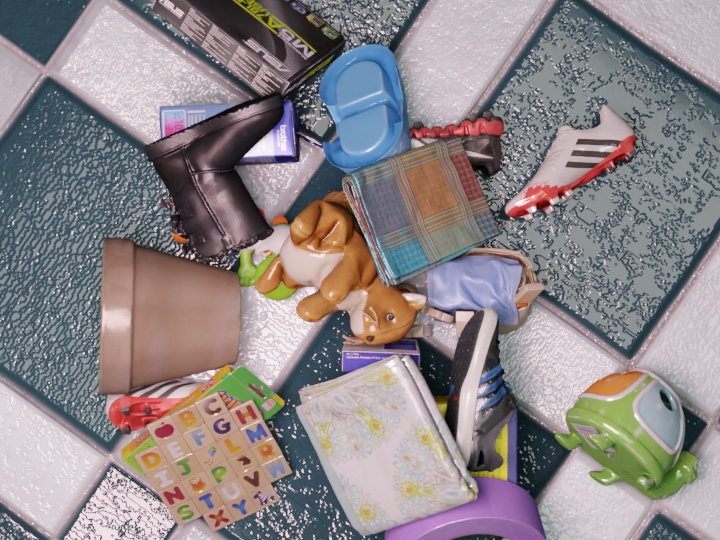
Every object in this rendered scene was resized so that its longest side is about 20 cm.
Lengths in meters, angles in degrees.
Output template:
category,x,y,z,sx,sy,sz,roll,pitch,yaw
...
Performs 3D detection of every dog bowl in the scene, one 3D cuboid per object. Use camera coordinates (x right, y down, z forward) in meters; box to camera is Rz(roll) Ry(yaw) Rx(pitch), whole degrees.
category,x,y,z,sx,sy,sz,roll,pitch,yaw
dog bowl,0.009,-0.198,1.666,0.111,0.050,0.200,-19,52,19

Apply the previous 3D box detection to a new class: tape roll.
category,x,y,z,sx,sy,sz,roll,pitch,yaw
tape roll,0.133,0.347,1.635,0.200,0.066,0.200,-5,132,-6

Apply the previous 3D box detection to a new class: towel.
category,x,y,z,sx,sy,sz,roll,pitch,yaw
towel,0.027,0.209,1.556,0.171,0.048,0.200,-24,94,34
towel,0.078,-0.078,1.599,0.200,0.022,0.147,-24,91,-37

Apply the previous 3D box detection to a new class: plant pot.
category,x,y,z,sx,sy,sz,roll,pitch,yaw
plant pot,-0.242,0.059,1.646,0.173,0.200,0.200,1,89,-10

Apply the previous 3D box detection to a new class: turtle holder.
category,x,y,z,sx,sy,sz,roll,pitch,yaw
turtle holder,0.358,0.210,1.660,0.185,0.141,0.132,37,72,10

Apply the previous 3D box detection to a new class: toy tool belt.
category,x,y,z,sx,sy,sz,roll,pitch,yaw
toy tool belt,0.130,0.030,1.669,0.200,0.123,0.125,-3,84,1

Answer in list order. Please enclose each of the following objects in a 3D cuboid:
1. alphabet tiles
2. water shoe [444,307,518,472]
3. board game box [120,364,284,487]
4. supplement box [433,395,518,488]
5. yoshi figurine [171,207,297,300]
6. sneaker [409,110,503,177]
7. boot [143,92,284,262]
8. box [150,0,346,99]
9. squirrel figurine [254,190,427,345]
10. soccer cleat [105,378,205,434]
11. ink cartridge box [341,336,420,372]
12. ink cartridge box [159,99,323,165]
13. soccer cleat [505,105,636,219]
category,x,y,z,sx,sy,sz,roll,pitch,yaw
alphabet tiles,-0.187,0.249,1.673,0.166,0.006,0.200,-25,122,0
water shoe,0.154,0.147,1.599,0.079,0.071,0.200,12,89,-16
board game box,-0.200,0.200,1.664,0.200,0.030,0.096,-37,126,10
supplement box,0.098,0.219,1.675,0.200,0.110,0.109,1,89,0
yoshi figurine,-0.148,-0.027,1.690,0.200,0.112,0.112,24,105,-1
sneaker,0.094,-0.145,1.700,0.200,0.071,0.098,-9,87,-1
boot,-0.154,-0.109,1.576,0.198,0.073,0.163,-22,101,12
box,-0.137,-0.313,1.652,0.200,0.193,0.048,39,122,2
squirrel figurine,0.000,0.000,1.619,0.187,0.200,0.142,37,127,3
soccer cleat,-0.233,0.168,1.701,0.200,0.085,0.069,-3,123,-17
ink cartridge box,0.026,0.107,1.632,0.095,0.200,0.037,2,90,1
ink cartridge box,-0.149,-0.174,1.670,0.200,0.136,0.077,-4,92,1
soccer cleat,0.265,-0.140,1.698,0.200,0.069,0.085,-32,80,-3
